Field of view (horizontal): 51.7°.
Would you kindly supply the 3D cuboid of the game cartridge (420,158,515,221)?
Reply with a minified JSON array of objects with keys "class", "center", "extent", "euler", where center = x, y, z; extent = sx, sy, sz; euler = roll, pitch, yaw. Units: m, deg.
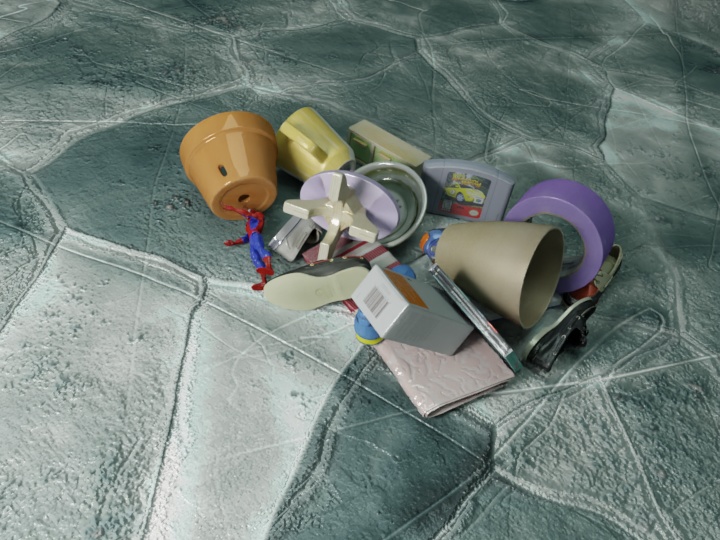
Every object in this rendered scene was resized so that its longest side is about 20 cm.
[{"class":"game cartridge","center":[0.223,-0.172,1.593],"extent":[0.197,0.134,0.041],"euler":[11,39,0]}]

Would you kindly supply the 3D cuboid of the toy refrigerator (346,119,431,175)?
[{"class":"toy refrigerator","center":[0.059,-0.261,1.702],"extent":[0.199,0.077,0.070],"euler":[35,46,24]}]

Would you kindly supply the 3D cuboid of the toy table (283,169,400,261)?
[{"class":"toy table","center":[-0.035,-0.108,1.381],"extent":[0.197,0.186,0.117],"euler":[8,25,17]}]

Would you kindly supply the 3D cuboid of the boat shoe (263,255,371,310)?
[{"class":"boat shoe","center":[-0.075,0.021,1.341],"extent":[0.198,0.075,0.063],"euler":[-10,27,3]}]

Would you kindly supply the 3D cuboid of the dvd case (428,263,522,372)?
[{"class":"dvd case","center":[0.200,0.084,1.284],"extent":[0.022,0.146,0.201],"euler":[-40,65,3]}]

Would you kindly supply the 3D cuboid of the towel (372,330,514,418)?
[{"class":"towel","center":[0.135,0.150,1.282],"extent":[0.189,0.033,0.200],"euler":[-14,44,-26]}]

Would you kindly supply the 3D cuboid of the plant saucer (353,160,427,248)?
[{"class":"plant saucer","center":[0.043,-0.127,1.527],"extent":[0.197,0.050,0.203],"euler":[-6,66,12]}]

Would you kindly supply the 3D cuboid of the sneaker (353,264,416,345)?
[{"class":"sneaker","center":[0.050,0.041,1.305],"extent":[0.065,0.079,0.201],"euler":[17,43,20]}]

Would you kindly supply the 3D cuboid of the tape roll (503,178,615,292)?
[{"class":"tape roll","center":[0.374,-0.065,1.414],"extent":[0.199,0.202,0.085],"euler":[29,43,20]}]

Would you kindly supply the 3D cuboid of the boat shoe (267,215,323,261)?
[{"class":"boat shoe","center":[-0.108,-0.085,1.480],"extent":[0.070,0.071,0.200],"euler":[42,39,-6]}]

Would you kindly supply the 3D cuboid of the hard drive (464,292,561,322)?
[{"class":"hard drive","center":[0.275,0.036,1.449],"extent":[0.198,0.026,0.132],"euler":[-10,45,-23]}]

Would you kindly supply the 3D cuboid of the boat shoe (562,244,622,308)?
[{"class":"boat shoe","center":[0.469,0.014,1.492],"extent":[0.071,0.063,0.199],"euler":[35,47,23]}]

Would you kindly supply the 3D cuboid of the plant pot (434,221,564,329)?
[{"class":"plant pot","center":[0.242,-0.014,1.362],"extent":[0.198,0.189,0.187],"euler":[19,39,31]}]

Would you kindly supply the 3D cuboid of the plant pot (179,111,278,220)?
[{"class":"plant pot","center":[-0.248,-0.197,1.485],"extent":[0.198,0.201,0.141],"euler":[-10,60,-23]}]

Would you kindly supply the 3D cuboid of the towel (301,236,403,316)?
[{"class":"towel","center":[0.000,0.000,1.411],"extent":[0.143,0.023,0.200],"euler":[-29,55,-22]}]

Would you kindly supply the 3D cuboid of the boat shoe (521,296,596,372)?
[{"class":"boat shoe","center":[0.376,0.118,1.343],"extent":[0.198,0.075,0.066],"euler":[-27,55,-36]}]

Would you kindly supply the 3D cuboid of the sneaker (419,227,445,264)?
[{"class":"sneaker","center":[0.221,-0.042,1.503],"extent":[0.197,0.076,0.079],"euler":[-9,53,-11]}]

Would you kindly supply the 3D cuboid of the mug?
[{"class":"mug","center":[-0.102,-0.242,1.596],"extent":[0.153,0.150,0.186],"euler":[39,34,18]}]

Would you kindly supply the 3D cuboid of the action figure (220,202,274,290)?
[{"class":"action figure","center":[-0.222,-0.056,1.408],"extent":[0.098,0.066,0.201],"euler":[10,39,-21]}]

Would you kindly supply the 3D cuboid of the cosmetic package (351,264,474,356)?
[{"class":"cosmetic package","center":[0.088,0.068,1.212],"extent":[0.199,0.071,0.102],"euler":[20,25,-49]}]
